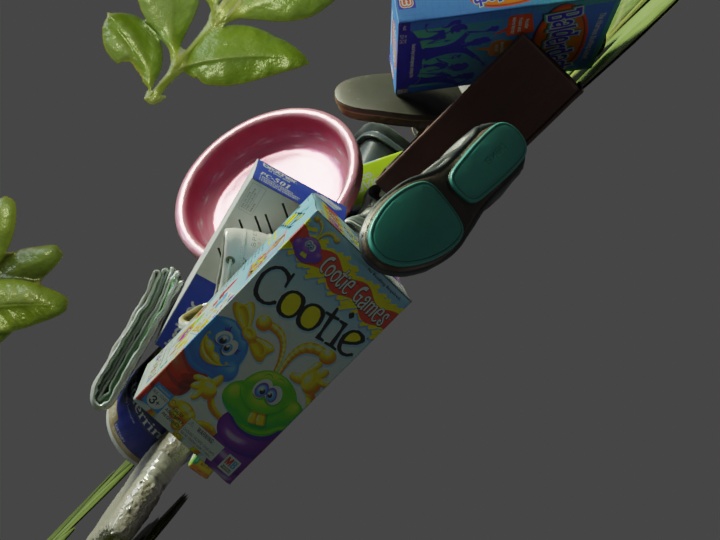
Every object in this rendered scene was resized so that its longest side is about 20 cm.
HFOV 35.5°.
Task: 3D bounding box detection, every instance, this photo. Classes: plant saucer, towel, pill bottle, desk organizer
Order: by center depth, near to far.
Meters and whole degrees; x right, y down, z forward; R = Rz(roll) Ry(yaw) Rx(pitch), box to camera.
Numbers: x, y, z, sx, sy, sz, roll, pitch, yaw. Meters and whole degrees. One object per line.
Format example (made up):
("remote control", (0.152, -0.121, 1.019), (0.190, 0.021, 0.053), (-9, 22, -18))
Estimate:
("desk organizer", (0.111, -0.130, 1.064), (0.200, 0.077, 0.072), (-44, 5, 17))
("towel", (-0.214, 0.219, 1.099), (0.133, 0.034, 0.200), (-58, 7, -27))
("towel", (-0.225, 0.066, 1.125), (0.149, 0.031, 0.200), (-60, 7, -7))
("plant saucer", (-0.087, -0.074, 1.130), (0.201, 0.200, 0.051), (-47, -39, -13))
("pill bottle", (-0.183, 0.128, 1.209), (0.200, 0.116, 0.116), (-42, 6, 40))

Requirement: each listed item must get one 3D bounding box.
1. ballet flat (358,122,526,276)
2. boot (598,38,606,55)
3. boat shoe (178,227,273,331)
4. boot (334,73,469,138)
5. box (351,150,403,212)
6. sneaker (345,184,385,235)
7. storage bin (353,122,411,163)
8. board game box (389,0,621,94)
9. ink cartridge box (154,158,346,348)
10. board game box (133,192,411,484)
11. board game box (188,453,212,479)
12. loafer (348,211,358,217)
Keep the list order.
("ballet flat", (0.059, -0.049, 0.886), (0.200, 0.073, 0.073), (-41, 1, -35))
("boot", (0.168, -0.213, 1.228), (0.198, 0.074, 0.162), (-12, -17, 9))
("boat shoe", (-0.126, 0.053, 0.977), (0.071, 0.069, 0.201), (-118, 47, -69))
("boot", (0.068, -0.152, 1.145), (0.076, 0.199, 0.074), (108, 160, -44))
("box", (0.019, -0.098, 1.253), (0.199, 0.048, 0.122), (-18, 0, -3))
("sneaker", (0.000, 0.000, 1.077), (0.116, 0.075, 0.200), (-59, 0, 23))
("storage bin", (-0.010, -0.078, 1.434), (0.200, 0.145, 0.135), (-39, 18, 57))
("board game box", (0.128, -0.225, 1.042), (0.199, 0.045, 0.152), (-8, -15, -1))
("ink cartridge box", (-0.101, 0.006, 1.023), (0.200, 0.094, 0.044), (-56, 13, 27))
("board game box", (-0.069, 0.051, 0.889), (0.200, 0.103, 0.105), (-46, 11, 5))
("board game box", (-0.087, 0.099, 1.045), (0.200, 0.030, 0.096), (-54, 4, 2))
("loafer", (-0.030, 0.005, 1.217), (0.200, 0.073, 0.072), (-47, 0, -43))
